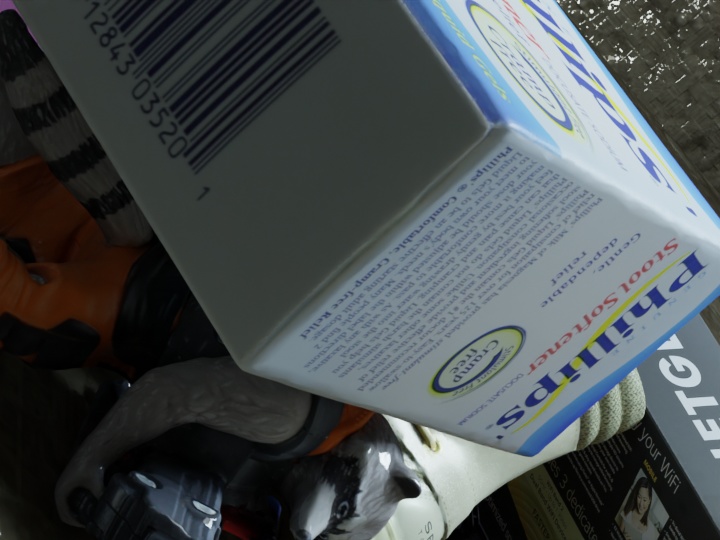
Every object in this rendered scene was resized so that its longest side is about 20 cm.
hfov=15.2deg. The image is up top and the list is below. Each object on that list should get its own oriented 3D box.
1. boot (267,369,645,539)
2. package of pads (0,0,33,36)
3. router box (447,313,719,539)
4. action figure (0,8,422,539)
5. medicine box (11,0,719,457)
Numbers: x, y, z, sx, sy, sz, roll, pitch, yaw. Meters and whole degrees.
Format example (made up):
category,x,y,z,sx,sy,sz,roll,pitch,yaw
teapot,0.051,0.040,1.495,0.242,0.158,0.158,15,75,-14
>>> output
category,x,y,z,sx,sy,sz,roll,pitch,yaw
boot,0.000,0.000,0.964,0.201,0.154,0.072,58,-31,7
package of pads,-0.090,-0.094,1.091,0.200,0.076,0.121,44,16,-32
router box,0.096,0.091,1.057,0.052,0.158,0.200,-2,44,-27
action figure,-0.061,0.024,0.802,0.193,0.105,0.200,38,12,-16
medicine box,0.002,-0.054,0.825,0.183,0.103,0.200,56,16,25
